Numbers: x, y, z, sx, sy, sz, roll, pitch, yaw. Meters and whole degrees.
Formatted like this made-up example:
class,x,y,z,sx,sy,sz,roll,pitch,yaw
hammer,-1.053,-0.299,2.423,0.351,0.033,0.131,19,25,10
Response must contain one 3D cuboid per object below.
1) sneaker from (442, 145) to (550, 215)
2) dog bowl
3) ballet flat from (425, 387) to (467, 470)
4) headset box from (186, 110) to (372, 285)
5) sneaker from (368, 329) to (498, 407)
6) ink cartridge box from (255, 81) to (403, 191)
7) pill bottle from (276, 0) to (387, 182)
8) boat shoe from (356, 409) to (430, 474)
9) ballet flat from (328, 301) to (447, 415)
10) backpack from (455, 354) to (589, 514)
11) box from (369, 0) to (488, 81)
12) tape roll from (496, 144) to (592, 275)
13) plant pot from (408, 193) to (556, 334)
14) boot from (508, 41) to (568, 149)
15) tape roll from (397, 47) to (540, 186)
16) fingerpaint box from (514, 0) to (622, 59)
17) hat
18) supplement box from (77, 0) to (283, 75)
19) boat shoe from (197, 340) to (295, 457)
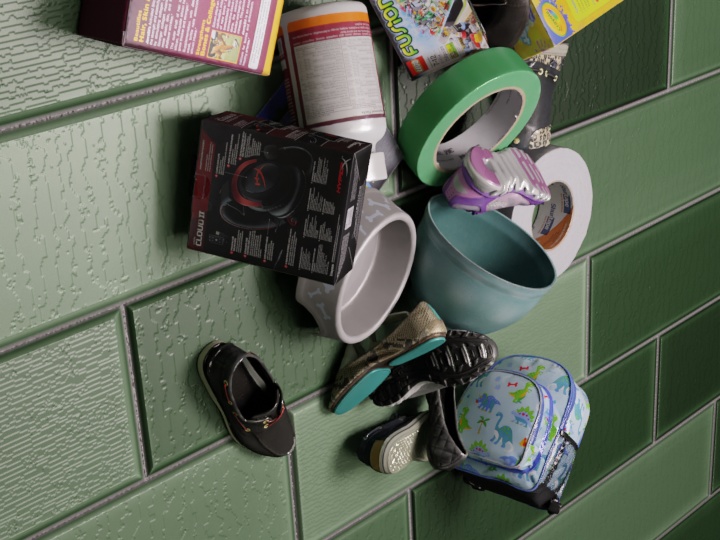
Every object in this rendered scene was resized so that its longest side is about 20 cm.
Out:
class,x,y,z,sx,sy,sz,roll,pitch,yaw
sneaker,0.179,-0.112,1.676,0.088,0.081,0.199,-42,155,30
dog bowl,0.000,0.000,1.555,0.200,0.058,0.202,-44,149,-36
ballet flat,0.122,0.184,1.737,0.066,0.056,0.202,37,42,-44
headset box,-0.099,-0.084,1.370,0.075,0.198,0.150,-41,142,-68
sneaker,0.100,0.125,1.668,0.079,0.199,0.075,-7,78,-55
ink cartridge box,-0.050,-0.135,1.511,0.198,0.047,0.200,-54,137,-18
pill bottle,-0.030,-0.197,1.424,0.109,0.109,0.203,-13,95,-43
boat shoe,0.059,0.235,1.742,0.199,0.062,0.076,-13,108,-60
ballet flat,0.025,0.108,1.634,0.199,0.076,0.068,-38,157,23
backpack,0.234,0.224,1.832,0.147,0.182,0.201,47,64,-45
box,0.070,-0.335,1.519,0.201,0.109,0.035,56,19,-37
tape roll,0.259,-0.087,1.838,0.199,0.066,0.203,-17,115,-42
plant pot,0.145,0.010,1.679,0.199,0.201,0.135,0,131,-46
boot,0.209,-0.243,1.728,0.202,0.073,0.156,-12,115,-42
tape roll,0.141,-0.196,1.613,0.199,0.048,0.201,-32,156,-16
fingerpaint box,0.237,-0.407,1.650,0.166,0.073,0.201,-37,103,-33
hat,0.122,-0.358,1.580,0.198,0.081,0.202,-3,131,-3
supplement box,-0.181,-0.275,1.291,0.199,0.085,0.112,3,101,-47
boat shoe,-0.127,0.167,1.519,0.074,0.063,0.202,-51,135,-25
